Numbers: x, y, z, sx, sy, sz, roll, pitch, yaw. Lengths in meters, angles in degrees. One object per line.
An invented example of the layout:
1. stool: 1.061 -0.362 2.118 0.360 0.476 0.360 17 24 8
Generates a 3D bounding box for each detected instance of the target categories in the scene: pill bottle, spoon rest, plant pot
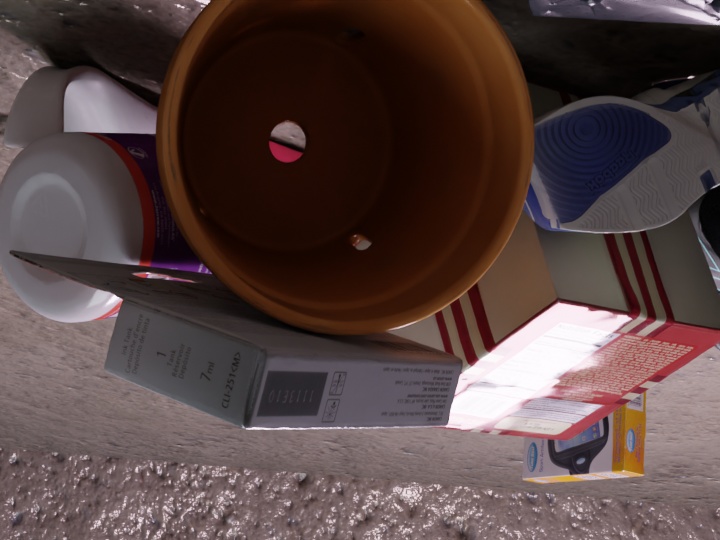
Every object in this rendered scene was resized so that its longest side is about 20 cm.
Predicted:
1. pill bottle: -0.125 -0.030 0.965 0.112 0.113 0.200 -6 180 34
2. spoon rest: -0.175 -0.100 1.030 0.099 0.061 0.200 2 179 13
3. plant pot: -0.024 -0.072 0.839 0.199 0.201 0.140 10 -179 -20

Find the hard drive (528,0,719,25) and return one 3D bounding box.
1. hard drive: 0.142 -0.167 0.679 0.134 0.043 0.200 4 165 4

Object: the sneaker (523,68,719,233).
1. sneaker: 0.172 -0.069 0.896 0.199 0.081 0.115 -19 179 -16

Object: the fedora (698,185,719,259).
1. fedora: 0.273 -0.027 0.923 0.091 0.202 0.200 25 158 -26

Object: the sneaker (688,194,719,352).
1. sneaker: 0.284 0.006 1.169 0.200 0.076 0.079 36 136 -27

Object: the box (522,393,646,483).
1. box: 0.264 0.196 1.872 0.041 0.120 0.200 16 161 -36

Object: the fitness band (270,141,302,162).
1. fitness band: -0.025 -0.083 1.059 0.199 0.038 0.143 19 160 -41

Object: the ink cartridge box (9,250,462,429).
1. ink cartridge box: -0.066 0.039 0.819 0.173 0.044 0.200 17 -175 32

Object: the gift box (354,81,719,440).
1. gift box: 0.091 -0.007 0.981 0.184 0.188 0.200 14 142 -41
